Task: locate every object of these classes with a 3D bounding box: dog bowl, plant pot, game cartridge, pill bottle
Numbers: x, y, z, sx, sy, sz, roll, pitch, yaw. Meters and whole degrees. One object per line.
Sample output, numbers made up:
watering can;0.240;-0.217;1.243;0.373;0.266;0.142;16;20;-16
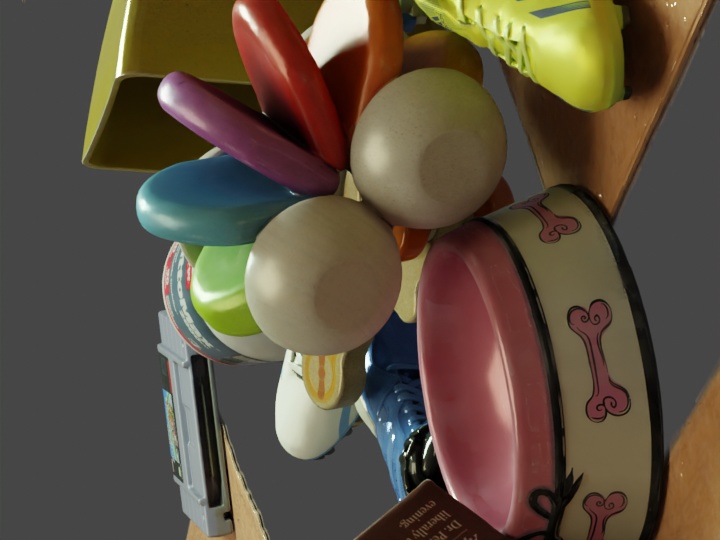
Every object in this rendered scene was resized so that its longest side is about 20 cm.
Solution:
dog bowl;0.087;0.059;1.344;0.200;0.073;0.201;172;90;-75
plant pot;-0.059;-0.167;1.583;0.200;0.199;0.177;131;141;-72
game cartridge;-0.158;0.142;2.441;0.130;0.038;0.201;-165;67;-70
pill bottle;-0.067;0.005;1.826;0.200;0.119;0.120;164;97;-75

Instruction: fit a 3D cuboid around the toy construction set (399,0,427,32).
toy construction set;0.028;-0.220;1.402;0.131;0.092;0.201;-135;28;-67

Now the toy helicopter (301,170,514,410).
toy helicopter;0.001;-0.007;1.496;0.132;0.079;0.201;51;134;36

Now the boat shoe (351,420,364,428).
boat shoe;0.000;0.000;1.691;0.067;0.072;0.201;-14;79;42

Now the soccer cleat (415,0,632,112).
soccer cleat;0.073;-0.123;1.268;0.200;0.083;0.065;-126;34;-61

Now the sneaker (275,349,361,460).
sneaker;-0.019;0.023;1.615;0.072;0.072;0.201;29;107;39

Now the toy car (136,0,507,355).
toy car;-0.035;-0.065;1.333;0.150;0.200;0.175;40;-179;-30

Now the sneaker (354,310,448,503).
sneaker;0.048;0.093;1.517;0.111;0.076;0.201;121;144;-61

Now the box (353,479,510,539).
box;0.044;0.250;1.289;0.200;0.166;0.165;37;143;26
